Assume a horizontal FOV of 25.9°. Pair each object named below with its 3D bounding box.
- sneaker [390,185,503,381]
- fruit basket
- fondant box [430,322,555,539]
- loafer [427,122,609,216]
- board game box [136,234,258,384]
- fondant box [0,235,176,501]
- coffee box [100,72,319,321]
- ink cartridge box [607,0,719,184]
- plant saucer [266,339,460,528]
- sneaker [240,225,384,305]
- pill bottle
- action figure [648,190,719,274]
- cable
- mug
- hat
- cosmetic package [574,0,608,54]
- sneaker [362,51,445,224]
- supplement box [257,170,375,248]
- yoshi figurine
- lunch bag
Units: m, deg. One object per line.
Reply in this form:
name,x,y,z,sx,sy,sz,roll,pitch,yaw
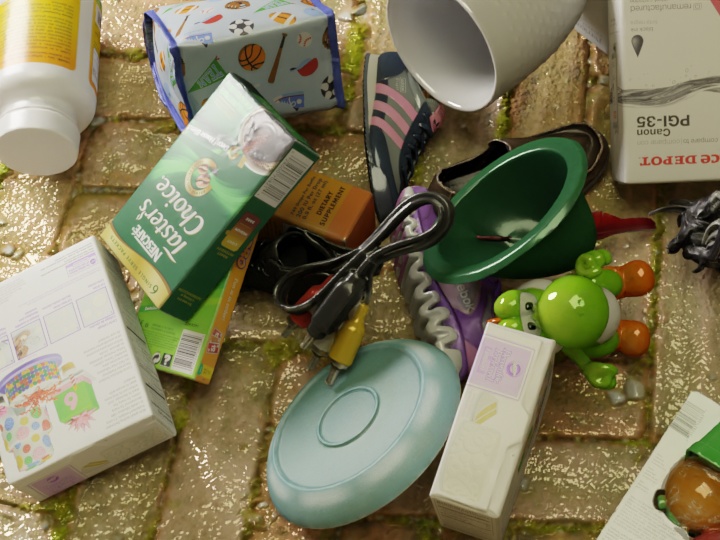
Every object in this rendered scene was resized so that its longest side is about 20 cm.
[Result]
sneaker,0.086,0.012,1.460,0.088,0.081,0.201,-11,69,-11
fruit basket,0.311,0.229,1.328,0.185,0.094,0.200,30,80,19
fondant box,0.110,0.138,1.285,0.058,0.200,0.145,18,77,9
loafer,0.155,-0.094,1.523,0.200,0.071,0.073,-25,61,-12
board game box,-0.149,-0.001,1.450,0.095,0.030,0.200,12,82,37
fondant box,-0.267,0.088,1.424,0.144,0.058,0.200,-26,59,5
coffee box,-0.139,-0.066,1.424,0.200,0.044,0.123,-49,53,10
ink cartridge box,0.316,-0.184,1.503,0.146,0.083,0.201,-2,95,1
plant saucer,-0.005,0.132,1.354,0.200,0.027,0.200,-27,35,21
sneaker,-0.073,-0.010,1.463,0.199,0.104,0.060,22,62,14
pill bottle,-0.321,-0.200,1.585,0.111,0.111,0.200,-3,59,1
action figure,0.365,-0.021,1.446,0.200,0.102,0.119,44,38,21
cable,0.000,0.000,1.384,0.097,0.050,0.200,44,98,23
mug,0.124,-0.283,1.529,0.175,0.148,0.200,-38,103,-27
hat,0.184,-0.008,1.417,0.200,0.176,0.166,-41,27,1
cosmetic package,0.229,-0.367,1.609,0.123,0.200,0.199,-40,65,-17
sneaker,0.045,-0.137,1.555,0.082,0.070,0.200,-3,61,3
supplement box,-0.088,-0.067,1.521,0.200,0.069,0.067,19,61,17
yoshi figurine,0.199,0.039,1.361,0.200,0.112,0.112,-3,49,-51
lunch bag,-0.122,-0.218,1.569,0.170,0.124,0.200,-12,29,-14
